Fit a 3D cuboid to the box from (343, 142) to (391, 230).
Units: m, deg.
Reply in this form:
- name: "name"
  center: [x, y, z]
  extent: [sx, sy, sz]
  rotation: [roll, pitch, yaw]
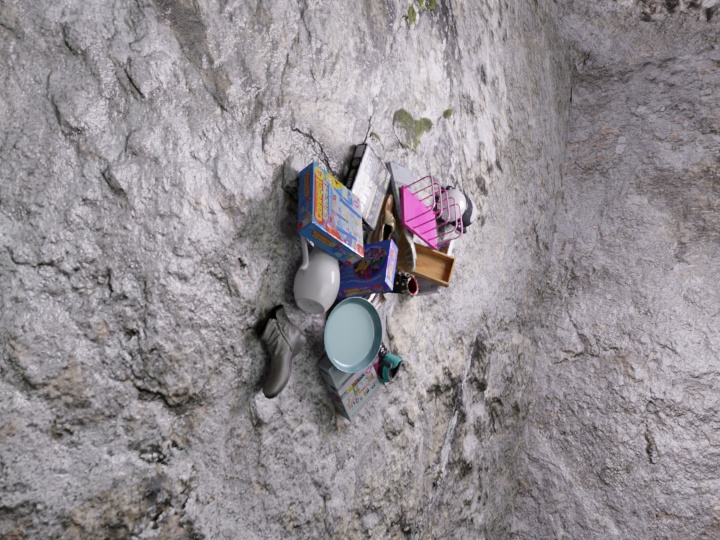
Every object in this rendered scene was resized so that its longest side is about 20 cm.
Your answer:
- name: "box"
  center: [0.017, -0.250, 1.582]
  extent: [0.161, 0.048, 0.206]
  rotation: [39, 62, -46]

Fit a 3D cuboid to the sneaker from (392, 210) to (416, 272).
- name: "sneaker"
  center: [0.155, -0.100, 1.732]
  extent: [0.086, 0.074, 0.208]
  rotation: [-15, 91, -51]

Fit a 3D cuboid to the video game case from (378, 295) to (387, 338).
- name: "video game case"
  center: [0.021, 0.178, 1.642]
  extent: [0.179, 0.021, 0.209]
  rotation: [8, 87, -54]

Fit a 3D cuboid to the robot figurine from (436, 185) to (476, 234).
- name: "robot figurine"
  center: [0.370, -0.234, 2.015]
  extent: [0.197, 0.150, 0.127]
  rotation: [17, 109, -53]

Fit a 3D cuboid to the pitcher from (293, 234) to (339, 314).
- name: "pitcher"
  center: [-0.119, -0.009, 1.361]
  extent: [0.172, 0.118, 0.206]
  rotation: [44, 49, -41]

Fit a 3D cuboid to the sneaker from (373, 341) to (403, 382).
- name: "sneaker"
  center: [0.072, 0.253, 1.600]
  extent: [0.083, 0.118, 0.208]
  rotation: [-25, 113, -49]

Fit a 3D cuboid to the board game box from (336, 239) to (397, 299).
- name: "board game box"
  center: [0.000, 0.000, 1.429]
  extent: [0.045, 0.194, 0.138]
  rotation: [48, 42, -43]

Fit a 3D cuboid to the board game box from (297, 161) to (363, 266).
- name: "board game box"
  center: [-0.076, -0.146, 1.368]
  extent: [0.194, 0.055, 0.206]
  rotation: [32, 43, -41]

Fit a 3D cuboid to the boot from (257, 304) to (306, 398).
- name: "boot"
  center: [-0.217, 0.195, 1.289]
  extent: [0.132, 0.066, 0.204]
  rotation: [54, 44, -35]

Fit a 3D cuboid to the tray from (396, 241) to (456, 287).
- name: "tray"
  center: [0.218, -0.025, 1.772]
  extent: [0.037, 0.194, 0.102]
  rotation: [107, 4, -70]

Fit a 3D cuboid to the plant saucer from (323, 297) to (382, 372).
- name: "plant saucer"
  center: [-0.023, 0.177, 1.453]
  extent: [0.194, 0.027, 0.209]
  rotation: [-1, 92, -35]

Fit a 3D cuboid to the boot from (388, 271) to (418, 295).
- name: "boot"
  center: [0.077, 0.012, 1.595]
  extent: [0.204, 0.150, 0.076]
  rotation: [46, 57, -45]

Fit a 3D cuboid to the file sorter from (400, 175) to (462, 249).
- name: "file sorter"
  center: [0.234, -0.189, 1.700]
  extent: [0.198, 0.123, 0.144]
  rotation: [31, 50, -44]

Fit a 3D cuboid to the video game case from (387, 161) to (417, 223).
- name: "video game case"
  center: [0.151, -0.249, 1.738]
  extent: [0.141, 0.017, 0.208]
  rotation: [6, 69, -55]

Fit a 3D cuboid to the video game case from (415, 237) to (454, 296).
- name: "video game case"
  center: [0.260, -0.010, 1.862]
  extent: [0.018, 0.142, 0.206]
  rotation: [27, 68, -24]

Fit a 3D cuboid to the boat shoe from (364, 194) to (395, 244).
- name: "boat shoe"
  center: [0.079, -0.143, 1.653]
  extent: [0.075, 0.072, 0.206]
  rotation: [39, 62, -47]

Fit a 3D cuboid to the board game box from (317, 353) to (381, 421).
- name: "board game box"
  center: [-0.029, 0.309, 1.527]
  extent: [0.147, 0.063, 0.205]
  rotation: [-39, 122, -31]

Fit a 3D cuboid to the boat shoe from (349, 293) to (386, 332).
- name: "boat shoe"
  center: [0.015, 0.129, 1.542]
  extent: [0.060, 0.071, 0.201]
  rotation: [45, 48, -8]

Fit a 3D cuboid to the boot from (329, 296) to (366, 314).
- name: "boot"
  center: [-0.029, 0.074, 1.501]
  extent: [0.074, 0.094, 0.208]
  rotation: [22, 75, -51]
